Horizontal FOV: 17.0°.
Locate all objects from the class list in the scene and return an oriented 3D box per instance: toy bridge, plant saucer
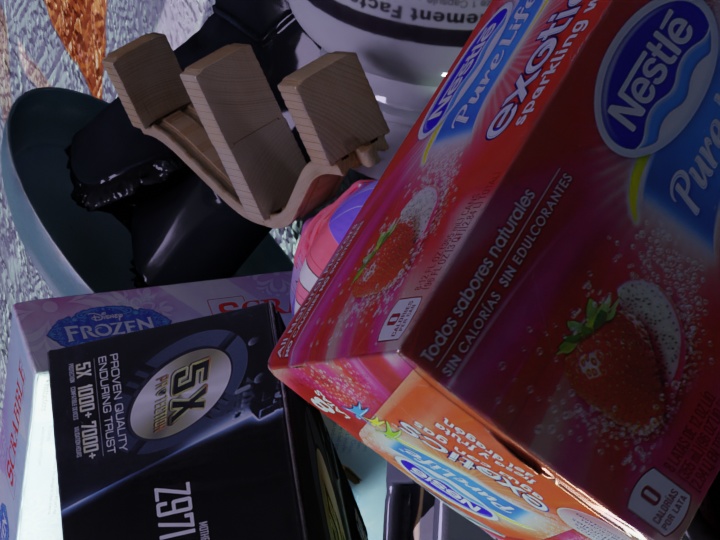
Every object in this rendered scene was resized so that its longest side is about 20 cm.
[{"bbox_3d":[-0.039,-0.049,0.886,0.200,0.027,0.067,17,135,63],"label":"toy bridge"},{"bbox_3d":[-0.088,0.000,1.082,0.027,0.200,0.200,-44,50,19],"label":"plant saucer"}]

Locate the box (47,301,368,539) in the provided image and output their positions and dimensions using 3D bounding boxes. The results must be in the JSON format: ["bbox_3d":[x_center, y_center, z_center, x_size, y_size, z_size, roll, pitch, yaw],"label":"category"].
[{"bbox_3d":[-0.041,0.136,0.881,0.200,0.086,0.164,71,-173,-56],"label":"box"}]

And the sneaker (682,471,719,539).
[{"bbox_3d":[0.114,0.060,0.685,0.200,0.084,0.077,-55,49,56],"label":"sneaker"}]

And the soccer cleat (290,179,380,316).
[{"bbox_3d":[0.000,0.000,0.835,0.077,0.067,0.200,62,173,16],"label":"soccer cleat"}]

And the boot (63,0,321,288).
[{"bbox_3d":[-0.068,-0.102,1.026,0.168,0.076,0.200,-40,62,23],"label":"boot"}]

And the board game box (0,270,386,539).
[{"bbox_3d":[-0.051,0.084,1.002,0.200,0.199,0.041,104,152,-43],"label":"board game box"}]

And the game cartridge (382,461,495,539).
[{"bbox_3d":[0.064,0.137,0.827,0.040,0.133,0.201,-2,84,54],"label":"game cartridge"}]

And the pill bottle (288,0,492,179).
[{"bbox_3d":[0.031,-0.133,0.832,0.111,0.111,0.200,-128,35,-47],"label":"pill bottle"}]

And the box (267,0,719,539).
[{"bbox_3d":[0.074,-0.030,0.662,0.200,0.095,0.100,-58,16,-16],"label":"box"}]
